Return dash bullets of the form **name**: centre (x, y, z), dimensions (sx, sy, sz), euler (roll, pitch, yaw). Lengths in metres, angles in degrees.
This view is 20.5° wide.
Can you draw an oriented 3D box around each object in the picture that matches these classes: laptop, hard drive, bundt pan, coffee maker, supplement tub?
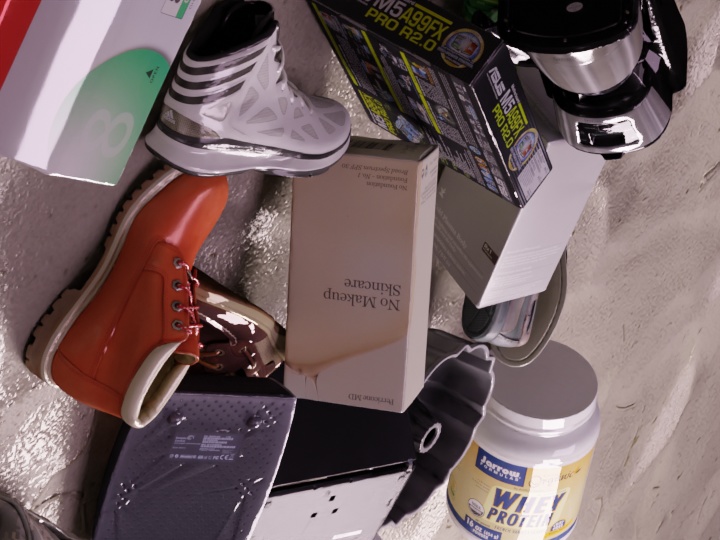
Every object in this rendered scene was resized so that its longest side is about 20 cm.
- **laptop**: centre (-0.052, 0.163, 1.706), dimensions (0.177, 0.103, 0.200), euler (-6, 136, -39)
- **hard drive**: centre (-0.137, 0.161, 1.556), dimensions (0.134, 0.042, 0.201), euler (4, 126, -25)
- **bundt pan**: centre (0.037, 0.139, 1.867), dimensions (0.202, 0.076, 0.202), euler (-42, 150, -32)
- **coffee maker**: centre (0.191, -0.212, 1.552), dimensions (0.193, 0.134, 0.200), euler (-63, 156, -11)
- **supplement tub**: centre (0.170, 0.183, 2.070), dimensions (0.144, 0.144, 0.201), euler (-35, 145, -39)

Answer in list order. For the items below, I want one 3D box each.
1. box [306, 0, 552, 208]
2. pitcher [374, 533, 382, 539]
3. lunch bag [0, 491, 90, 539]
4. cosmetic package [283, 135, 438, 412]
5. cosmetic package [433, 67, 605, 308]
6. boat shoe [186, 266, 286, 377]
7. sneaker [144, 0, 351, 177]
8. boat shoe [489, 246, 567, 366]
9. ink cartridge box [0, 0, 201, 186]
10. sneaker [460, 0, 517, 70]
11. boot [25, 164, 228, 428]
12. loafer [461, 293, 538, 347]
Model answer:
- **box**: centre (0.054, -0.141, 1.504), dimensions (0.044, 0.160, 0.200), euler (-52, 152, -11)
- **pitcher**: centre (-0.062, 0.280, 1.806), dimensions (0.199, 0.121, 0.172), euler (-18, 134, -38)
- **lunch bag**: centre (-0.252, 0.253, 1.416), dimensions (0.200, 0.139, 0.168), euler (54, 53, -65)
- **cosmetic package**: centre (0.000, 0.000, 1.551), dimensions (0.073, 0.103, 0.201), euler (-43, 137, -70)
- **cosmetic package**: centre (0.135, -0.077, 1.725), dimensions (0.090, 0.107, 0.200), euler (-14, 140, -30)
- **boat shoe**: centre (-0.109, 0.052, 1.531), dimensions (0.072, 0.072, 0.200), euler (-57, 160, -5)
- **sneaker**: centre (-0.058, -0.131, 1.411), dimensions (0.200, 0.076, 0.116), euler (-11, 129, -53)
- **boat shoe**: centre (0.161, -0.006, 1.907), dimensions (0.066, 0.074, 0.200), euler (44, 49, -82)
- **ink cartridge box**: centre (-0.185, -0.141, 1.213), dimensions (0.161, 0.050, 0.200), euler (-63, 156, 10)
- **sneaker**: centre (0.103, -0.203, 1.629), dimensions (0.084, 0.074, 0.201), euler (37, 73, -60)
- **boot**: centre (-0.136, 0.014, 1.401), dimensions (0.200, 0.107, 0.075), euler (-57, 152, -6)
- **loafer**: centre (0.149, -0.027, 1.854), dimensions (0.063, 0.072, 0.201), euler (18, 88, -34)
